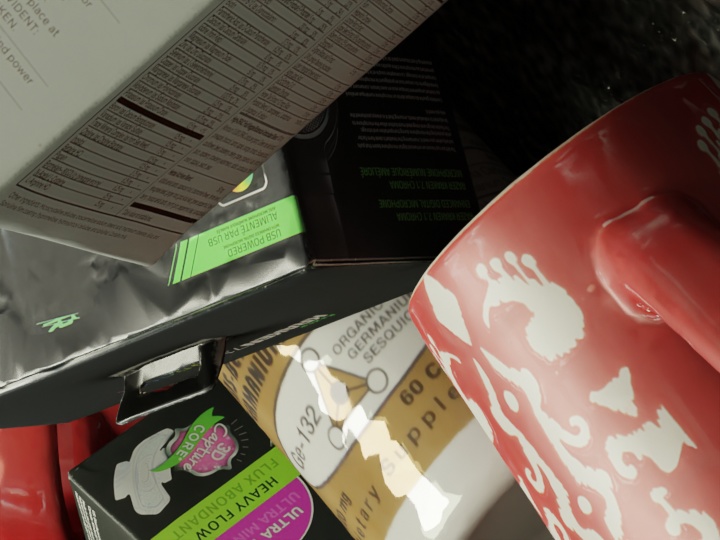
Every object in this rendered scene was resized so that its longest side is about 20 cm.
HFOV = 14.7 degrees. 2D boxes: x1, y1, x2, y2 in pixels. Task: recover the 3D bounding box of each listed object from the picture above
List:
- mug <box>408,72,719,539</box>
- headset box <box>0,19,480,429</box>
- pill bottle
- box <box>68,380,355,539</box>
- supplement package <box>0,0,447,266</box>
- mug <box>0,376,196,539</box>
[{"bbox_3d":[0.120,0.046,0.723,0.200,0.133,0.178,53,146,14],"label":"mug"},{"bbox_3d":[-0.074,-0.057,0.805,0.173,0.093,0.201,-20,80,34],"label":"headset box"},{"bbox_3d":[0.000,0.000,0.884,0.200,0.114,0.115,48,156,22],"label":"pill bottle"},{"bbox_3d":[0.022,0.121,0.963,0.200,0.148,0.125,38,152,34],"label":"box"},{"bbox_3d":[-0.050,-0.141,0.634,0.192,0.200,0.147,51,-173,10],"label":"supplement package"},{"bbox_3d":[-0.101,-0.006,1.029,0.178,0.133,0.201,-122,20,-45],"label":"mug"}]
